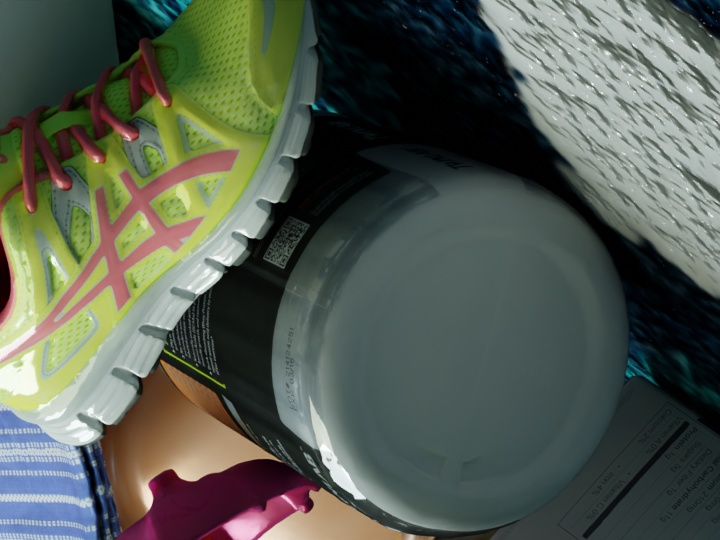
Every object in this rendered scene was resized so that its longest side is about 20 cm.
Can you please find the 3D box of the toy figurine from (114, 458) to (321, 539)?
[{"bbox_3d":[-0.019,0.151,0.907,0.184,0.149,0.201,39,141,47],"label":"toy figurine"}]

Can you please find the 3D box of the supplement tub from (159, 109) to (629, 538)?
[{"bbox_3d":[-0.004,0.010,0.919,0.123,0.123,0.200,47,169,-27],"label":"supplement tub"}]

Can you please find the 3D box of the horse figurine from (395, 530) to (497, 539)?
[{"bbox_3d":[0.067,0.118,1.068,0.050,0.133,0.200,34,167,46],"label":"horse figurine"}]

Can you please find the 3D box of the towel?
[{"bbox_3d":[-0.165,0.047,1.183,0.144,0.024,0.201,-6,98,57],"label":"towel"}]

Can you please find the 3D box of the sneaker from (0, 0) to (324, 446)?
[{"bbox_3d":[-0.084,-0.030,0.862,0.090,0.201,0.078,23,-157,-26],"label":"sneaker"}]

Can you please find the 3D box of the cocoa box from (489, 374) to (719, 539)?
[{"bbox_3d":[0.133,0.161,0.986,0.131,0.133,0.200,35,167,34],"label":"cocoa box"}]

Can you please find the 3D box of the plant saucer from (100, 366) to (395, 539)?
[{"bbox_3d":[-0.039,0.097,1.182,0.200,0.200,0.037,44,-155,-8],"label":"plant saucer"}]

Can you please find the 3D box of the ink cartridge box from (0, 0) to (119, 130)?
[{"bbox_3d":[-0.174,-0.133,0.941,0.200,0.083,0.146,33,137,48],"label":"ink cartridge box"}]
